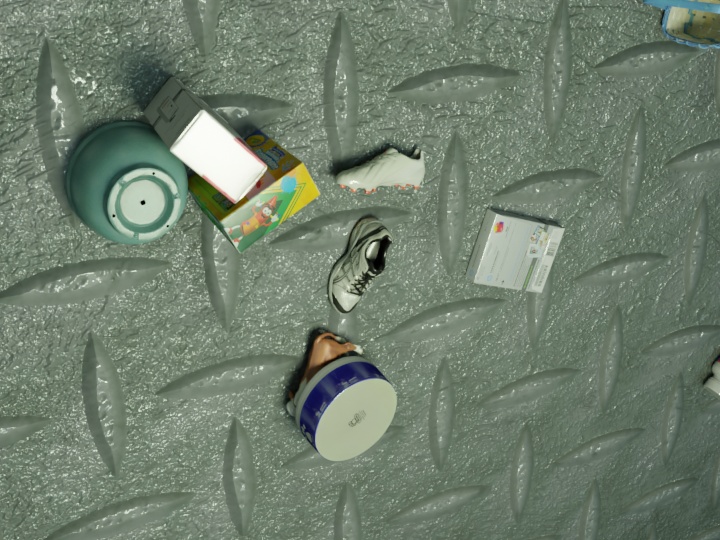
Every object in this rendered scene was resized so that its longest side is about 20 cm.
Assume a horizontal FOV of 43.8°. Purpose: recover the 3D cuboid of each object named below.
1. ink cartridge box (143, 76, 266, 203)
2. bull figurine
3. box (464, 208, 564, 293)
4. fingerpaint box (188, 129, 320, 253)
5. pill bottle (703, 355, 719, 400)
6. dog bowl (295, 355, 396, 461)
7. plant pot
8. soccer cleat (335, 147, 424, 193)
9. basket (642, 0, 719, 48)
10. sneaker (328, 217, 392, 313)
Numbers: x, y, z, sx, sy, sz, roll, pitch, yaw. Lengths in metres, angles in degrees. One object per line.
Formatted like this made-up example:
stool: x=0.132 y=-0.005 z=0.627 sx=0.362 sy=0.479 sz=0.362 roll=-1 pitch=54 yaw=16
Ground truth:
ink cartridge box: x=-0.251 y=-0.211 z=1.433 sx=0.083 sy=0.200 sz=0.146 roll=-48 pitch=126 yaw=3
bull figurine: x=-0.076 y=0.218 z=1.809 sx=0.120 sy=0.065 sz=0.202 roll=3 pitch=116 yaw=-38
box: x=0.335 y=-0.040 z=1.937 sx=0.198 sy=0.041 sz=0.158 roll=7 pitch=108 yaw=-33
fingerpaint box: x=-0.184 y=-0.137 z=1.503 sx=0.166 sy=0.200 sz=0.074 roll=-37 pitch=126 yaw=-10
pill bottle: x=1.020 y=0.258 z=2.413 sx=0.201 sy=0.112 sz=0.112 roll=-51 pitch=126 yaw=-1
dog bowl: x=-0.027 y=0.275 z=1.782 sx=0.198 sy=0.079 sz=0.203 roll=-20 pitch=129 yaw=-27
plant pot: x=-0.363 y=-0.126 z=1.448 sx=0.198 sy=0.134 sz=0.203 roll=-12 pitch=117 yaw=-25
soccer cleat: x=0.037 y=-0.192 z=1.690 sx=0.198 sy=0.069 sz=0.079 roll=-8 pitch=111 yaw=-34
basket: x=0.695 y=-0.533 z=1.840 sx=0.198 sy=0.175 sz=0.141 roll=-10 pitch=118 yaw=-46
sneaker: x=0.000 y=0.000 z=1.739 sx=0.075 sy=0.088 sz=0.203 roll=10 pitch=108 yaw=-34
